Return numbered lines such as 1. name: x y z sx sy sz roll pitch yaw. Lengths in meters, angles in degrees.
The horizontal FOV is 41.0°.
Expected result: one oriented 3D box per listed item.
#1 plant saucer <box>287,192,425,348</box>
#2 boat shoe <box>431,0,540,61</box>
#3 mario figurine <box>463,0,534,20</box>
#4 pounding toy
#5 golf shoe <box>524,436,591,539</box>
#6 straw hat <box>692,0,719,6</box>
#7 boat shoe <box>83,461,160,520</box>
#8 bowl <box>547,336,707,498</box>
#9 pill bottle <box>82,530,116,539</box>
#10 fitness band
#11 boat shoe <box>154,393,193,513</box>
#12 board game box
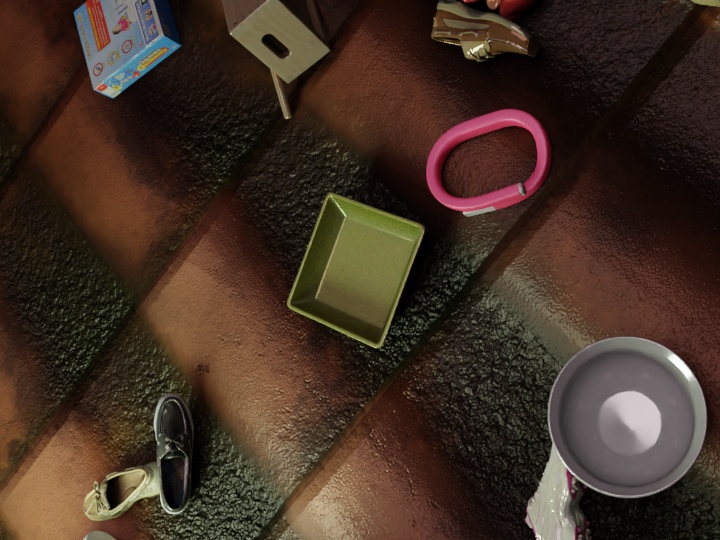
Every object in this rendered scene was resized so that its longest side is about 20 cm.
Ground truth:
1. plant saucer: 0.000 0.000 1.537 0.198 0.048 0.203 21 91 33
2. boat shoe: 0.189 -0.360 1.493 0.199 0.075 0.075 33 102 40
3. mario figurine: 0.193 -0.465 1.489 0.198 0.106 0.125 27 92 34
4. pounding toy: -0.148 -0.408 1.651 0.141 0.199 0.186 -32 51 21
5. golf shoe: 0.261 0.307 1.302 0.090 0.075 0.204 -7 75 33
6. straw hat: 0.485 -0.405 1.308 0.201 0.199 0.086 47 147 29
7. boat shoe: -0.427 0.387 1.701 0.198 0.062 0.074 -31 66 22
8. bowl: 0.346 0.195 1.252 0.197 0.090 0.205 -5 72 16
9. pill bottle: -0.500 0.555 1.681 0.201 0.112 0.112 -51 60 11
10. fitness band: 0.193 -0.165 1.464 0.197 0.037 0.146 -15 72 26
11. boat shoe: -0.315 0.311 1.641 0.067 0.057 0.204 -3 81 -12
12. board game box: -0.466 -0.482 1.915 0.194 0.056 0.203 -29 66 23
